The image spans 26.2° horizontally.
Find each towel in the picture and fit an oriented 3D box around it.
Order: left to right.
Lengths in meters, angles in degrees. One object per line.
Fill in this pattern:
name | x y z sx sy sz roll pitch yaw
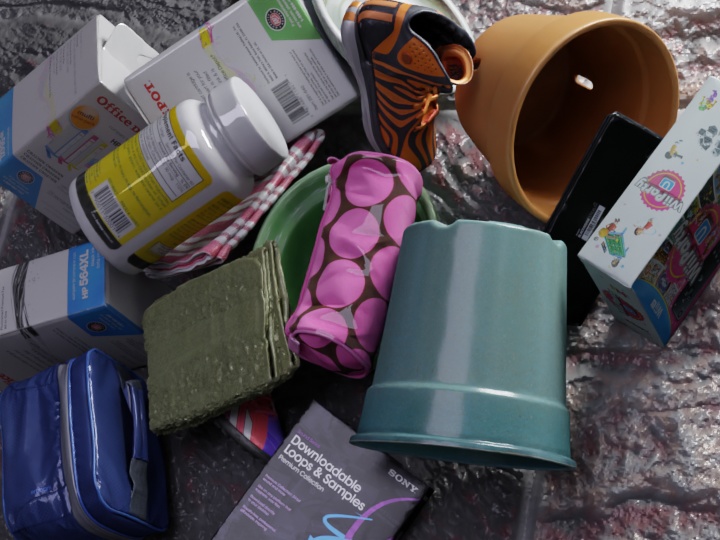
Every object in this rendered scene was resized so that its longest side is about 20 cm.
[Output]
towel | -0.138 0.070 1.493 0.199 0.036 0.150 -27 59 35
towel | -0.131 -0.071 1.584 0.146 0.030 0.200 -13 33 53

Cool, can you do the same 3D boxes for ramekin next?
ramekin | 0.000 0.000 1.521 0.198 0.098 0.202 -11 62 21

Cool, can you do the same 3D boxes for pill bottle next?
pill bottle | -0.177 -0.095 1.516 0.199 0.114 0.115 -33 56 12

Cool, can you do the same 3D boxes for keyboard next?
keyboard | 0.225 -0.041 1.449 0.201 0.104 0.040 -61 12 8

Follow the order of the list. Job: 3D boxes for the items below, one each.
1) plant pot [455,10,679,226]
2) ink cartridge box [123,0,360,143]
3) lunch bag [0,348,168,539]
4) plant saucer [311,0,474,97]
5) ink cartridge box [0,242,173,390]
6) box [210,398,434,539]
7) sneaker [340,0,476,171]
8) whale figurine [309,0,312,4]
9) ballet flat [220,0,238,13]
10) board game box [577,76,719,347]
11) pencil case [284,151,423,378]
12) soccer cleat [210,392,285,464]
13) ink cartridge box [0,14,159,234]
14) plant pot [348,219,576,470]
plant pot | 0.183 -0.160 1.469 0.200 0.200 0.140 -48 40 -3
ink cartridge box | -0.120 -0.192 1.588 0.199 0.145 0.084 -31 12 10
lunch bag | -0.266 0.177 1.535 0.131 0.136 0.201 -21 59 18
plant saucer | 0.027 -0.247 1.602 0.050 0.199 0.201 -50 46 41
ink cartridge box | -0.314 0.053 1.615 0.198 0.146 0.085 -14 61 18
box | -0.045 0.241 1.438 0.143 0.036 0.201 34 81 16
sneaker | 0.059 -0.167 1.458 0.111 0.201 0.078 9 53 32
whale figurine | -0.040 -0.310 1.676 0.159 0.104 0.200 38 66 2
ballet flat | -0.130 -0.274 1.731 0.072 0.072 0.200 20 53 31
board game box | 0.289 -0.050 1.378 0.064 0.148 0.201 34 83 31
pencil case | -0.009 -0.007 1.418 0.093 0.091 0.201 17 69 -6
soccer cleat | -0.120 0.117 1.539 0.073 0.068 0.200 -46 52 3
ink cartridge box | -0.291 -0.165 1.684 0.199 0.128 0.126 -36 39 22
plant pot | 0.100 0.066 1.356 0.199 0.200 0.198 3 80 26
